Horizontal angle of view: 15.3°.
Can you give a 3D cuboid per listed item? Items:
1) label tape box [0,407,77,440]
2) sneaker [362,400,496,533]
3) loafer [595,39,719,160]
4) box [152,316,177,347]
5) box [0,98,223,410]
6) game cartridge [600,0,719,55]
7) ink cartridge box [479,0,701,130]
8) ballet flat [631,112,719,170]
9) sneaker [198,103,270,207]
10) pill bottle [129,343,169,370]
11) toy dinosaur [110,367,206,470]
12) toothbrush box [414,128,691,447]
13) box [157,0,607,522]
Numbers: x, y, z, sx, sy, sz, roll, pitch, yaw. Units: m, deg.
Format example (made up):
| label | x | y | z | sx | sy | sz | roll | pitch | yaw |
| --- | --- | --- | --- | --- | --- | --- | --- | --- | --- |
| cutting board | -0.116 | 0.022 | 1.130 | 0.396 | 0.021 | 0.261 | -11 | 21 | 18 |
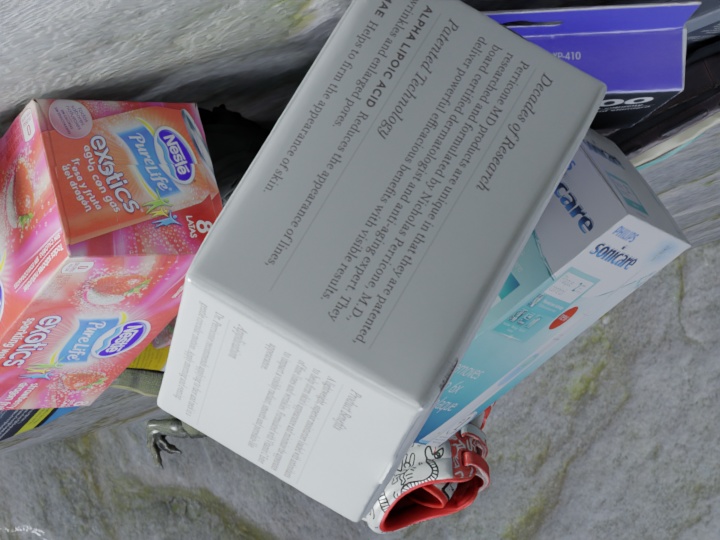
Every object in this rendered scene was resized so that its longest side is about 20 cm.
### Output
| label | x | y | z | sx | sy | sz | roll | pitch | yaw |
| --- | --- | --- | --- | --- | --- | --- | --- | --- | --- |
| label tape box | -0.245 | 0.068 | 1.704 | 0.199 | 0.066 | 0.143 | -23 | 168 | -34 |
| sneaker | 0.065 | 0.083 | 1.662 | 0.201 | 0.108 | 0.067 | -31 | 151 | -12 |
| loafer | 0.213 | -0.104 | 1.645 | 0.199 | 0.063 | 0.072 | -17 | 175 | 4 |
| box | -0.072 | -0.022 | 1.742 | 0.102 | 0.095 | 0.200 | -15 | 174 | -27 |
| box | -0.161 | -0.005 | 1.456 | 0.102 | 0.095 | 0.200 | -1 | 154 | -33 |
| game cartridge | 0.228 | -0.162 | 1.632 | 0.133 | 0.042 | 0.200 | -15 | 177 | 38 |
| ink cartridge box | 0.077 | -0.108 | 1.501 | 0.197 | 0.044 | 0.200 | -3 | 173 | -6 |
| ballet flat | 0.235 | -0.130 | 1.826 | 0.199 | 0.070 | 0.069 | -24 | 172 | 19 |
| sneaker | -0.059 | -0.056 | 1.550 | 0.076 | 0.091 | 0.200 | -51 | 157 | 11 |
| pill bottle | -0.189 | 0.027 | 1.881 | 0.199 | 0.113 | 0.112 | -12 | 173 | -34 |
| toy dinosaur | -0.091 | 0.080 | 1.592 | 0.199 | 0.048 | 0.088 | 0 | 153 | -3 |
| toothbrush box | 0.075 | 0.007 | 1.537 | 0.200 | 0.085 | 0.146 | -40 | 162 | 11 |
| box | 0.006 | -0.009 | 1.336 | 0.201 | 0.130 | 0.199 | -59 | 177 | -22 |
